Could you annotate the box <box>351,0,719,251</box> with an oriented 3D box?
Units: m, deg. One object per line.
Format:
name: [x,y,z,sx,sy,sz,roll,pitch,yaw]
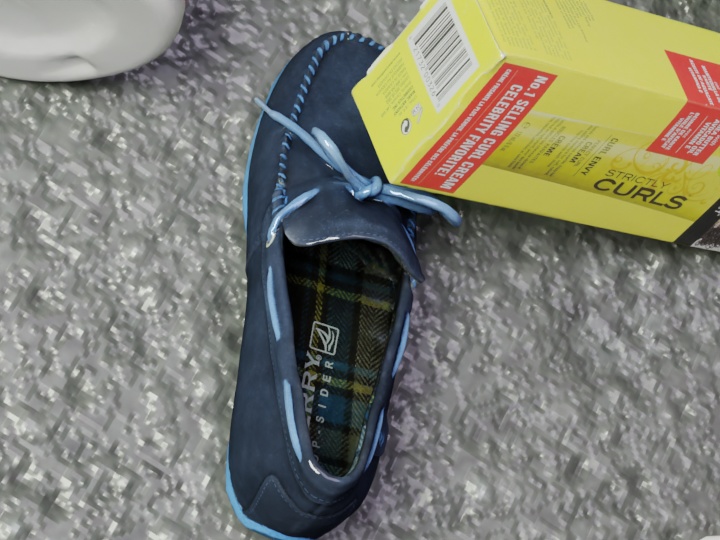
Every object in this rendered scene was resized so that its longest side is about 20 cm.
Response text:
box: [0.099,-0.057,0.851,0.200,0.075,0.050,11,44,-38]

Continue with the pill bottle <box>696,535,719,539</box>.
pill bottle: [0.123,0.167,0.798,0.106,0.106,0.200,46,60,-3]

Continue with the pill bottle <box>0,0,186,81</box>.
pill bottle: [-0.110,-0.180,0.812,0.114,0.114,0.200,13,68,-20]

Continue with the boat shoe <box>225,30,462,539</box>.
boat shoe: [0.000,0.000,0.823,0.084,0.069,0.200,9,67,-21]
